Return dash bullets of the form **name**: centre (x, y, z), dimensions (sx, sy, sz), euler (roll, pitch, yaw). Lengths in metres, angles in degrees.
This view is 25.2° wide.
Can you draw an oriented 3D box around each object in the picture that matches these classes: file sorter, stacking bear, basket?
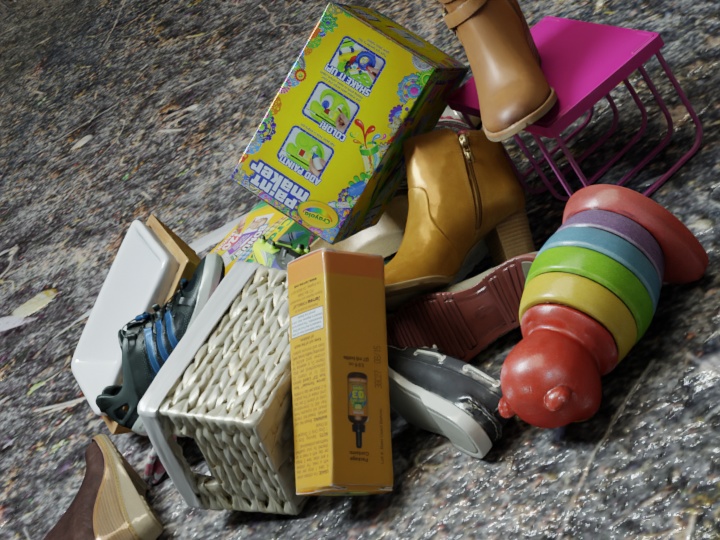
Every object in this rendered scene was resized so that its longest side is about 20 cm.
- **file sorter**: centre (0.205, -0.144, 1.532), dimensions (0.139, 0.126, 0.200), euler (-40, 25, -11)
- **stacking bear**: centre (0.176, 0.040, 1.275), dimensions (0.121, 0.114, 0.201), euler (-9, 41, 46)
- **basket**: centre (-0.084, 0.105, 1.435), dimensions (0.123, 0.136, 0.200), euler (3, 44, 30)

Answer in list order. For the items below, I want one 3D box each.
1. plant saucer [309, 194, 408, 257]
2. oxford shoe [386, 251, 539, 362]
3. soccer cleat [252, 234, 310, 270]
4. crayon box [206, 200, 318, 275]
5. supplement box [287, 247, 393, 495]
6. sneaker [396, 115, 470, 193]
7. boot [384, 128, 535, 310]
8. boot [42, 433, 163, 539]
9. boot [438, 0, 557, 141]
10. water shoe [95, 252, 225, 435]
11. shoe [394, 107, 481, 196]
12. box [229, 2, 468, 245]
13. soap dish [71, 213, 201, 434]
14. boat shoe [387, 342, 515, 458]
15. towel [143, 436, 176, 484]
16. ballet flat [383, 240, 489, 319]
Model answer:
- **plant saucer**: centre (0.000, 0.000, 1.655), dimensions (0.199, 0.036, 0.201), euler (-30, 25, 16)
- **oxford shoe**: centre (0.104, 0.039, 1.438), dimensions (0.199, 0.071, 0.075), euler (-23, -1, 32)
- **soccer cleat**: centre (-0.078, 0.014, 1.618), dimensions (0.200, 0.064, 0.084), euler (-144, 66, -76)
- **crayon box**: centre (-0.113, -0.009, 1.792), dimensions (0.200, 0.058, 0.118), euler (-47, 26, -22)
- **supplement box**: centre (-0.018, 0.087, 1.347), dimensions (0.069, 0.066, 0.202), euler (-23, 66, 52)
- **sneaker**: centre (0.033, -0.119, 1.708), dimensions (0.199, 0.081, 0.075), euler (-19, 12, -7)
- **boot**: centre (0.059, -0.051, 1.472), dimensions (0.200, 0.145, 0.071), euler (-16, -13, -23)
- **boot**: centre (-0.281, 0.248, 1.538), dimensions (0.166, 0.073, 0.200), euler (-36, 28, -5)
- **boot**: centre (0.112, -0.216, 1.440), dimensions (0.076, 0.156, 0.201), euler (-22, 28, 24)
- **water shoe**: centre (-0.200, 0.067, 1.588), dimensions (0.072, 0.078, 0.201), euler (-81, 16, -80)
- **shoe**: centre (0.052, -0.129, 1.795), dimensions (0.200, 0.053, 0.070), euler (-45, 26, -18)
- **box**: centre (-0.005, -0.145, 1.566), dimensions (0.193, 0.122, 0.200), euler (-59, -7, 12)
- **soap dish**: centre (-0.226, 0.058, 1.704), dimensions (0.201, 0.081, 0.157), euler (-66, 28, 10)
- **boat shoe**: centre (0.062, 0.095, 1.359), dimensions (0.060, 0.074, 0.200), euler (-42, 27, -14)
- **towel**: centre (-0.157, 0.105, 1.583), dimensions (0.147, 0.030, 0.201), euler (-67, 3, -50)
- **ballet flat**: centre (0.042, 0.011, 1.533), dimensions (0.199, 0.072, 0.072), euler (-20, 21, -14)
